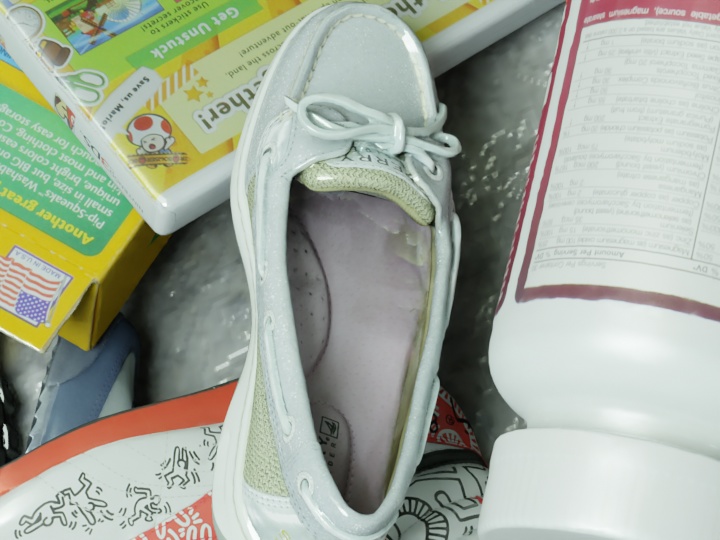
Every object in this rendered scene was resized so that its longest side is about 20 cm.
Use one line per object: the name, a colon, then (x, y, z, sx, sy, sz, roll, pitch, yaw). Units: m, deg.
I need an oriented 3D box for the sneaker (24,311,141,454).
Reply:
sneaker: (-0.079, 0.108, 0.973, 0.082, 0.070, 0.201, 6, 69, 1)

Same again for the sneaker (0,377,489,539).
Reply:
sneaker: (-0.041, 0.097, 0.907, 0.201, 0.067, 0.108, -21, 62, -26)

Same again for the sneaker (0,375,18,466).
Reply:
sneaker: (-0.166, 0.008, 1.036, 0.079, 0.074, 0.201, -7, 66, 29)

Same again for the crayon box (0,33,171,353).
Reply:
crayon box: (-0.110, -0.062, 0.989, 0.125, 0.052, 0.200, 29, 58, 8)

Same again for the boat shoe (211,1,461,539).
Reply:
boat shoe: (-0.002, 0.000, 0.891, 0.065, 0.074, 0.203, -43, 32, 55)

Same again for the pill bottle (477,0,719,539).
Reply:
pill bottle: (0.101, -0.002, 0.902, 0.109, 0.110, 0.201, 6, 73, 25)

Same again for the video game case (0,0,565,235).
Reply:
video game case: (-0.042, -0.126, 0.995, 0.200, 0.023, 0.182, -31, 69, -24)
